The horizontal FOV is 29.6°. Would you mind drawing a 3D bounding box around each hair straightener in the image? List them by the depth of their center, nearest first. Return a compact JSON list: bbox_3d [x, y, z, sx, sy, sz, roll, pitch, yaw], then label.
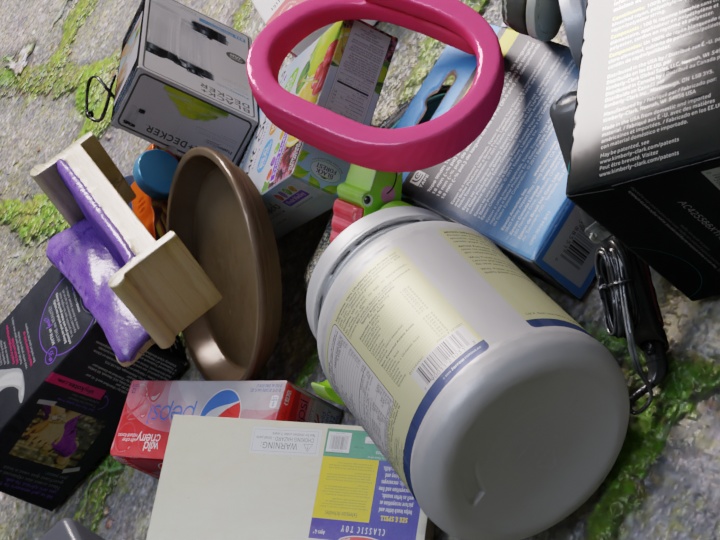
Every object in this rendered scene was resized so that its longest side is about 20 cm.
[{"bbox_3d":[0.147,-0.012,0.821,0.041,0.077,0.202,-11,85,31],"label":"hair straightener"}]

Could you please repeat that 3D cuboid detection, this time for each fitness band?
[{"bbox_3d":[0.010,-0.143,0.967,0.199,0.038,0.144,26,64,32],"label":"fitness band"}]

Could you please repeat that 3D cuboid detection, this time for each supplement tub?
[{"bbox_3d":[0.059,0.058,0.858,0.145,0.145,0.200,-52,39,8],"label":"supplement tub"}]

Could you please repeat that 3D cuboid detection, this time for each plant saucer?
[{"bbox_3d":[-0.111,-0.001,1.105,0.200,0.029,0.202,25,119,58],"label":"plant saucer"}]

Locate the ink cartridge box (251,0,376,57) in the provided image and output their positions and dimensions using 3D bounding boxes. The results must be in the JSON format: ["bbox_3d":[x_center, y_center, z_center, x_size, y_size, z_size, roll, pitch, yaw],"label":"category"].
[{"bbox_3d":[-0.047,-0.282,1.261,0.117,0.067,0.200,-47,40,15],"label":"ink cartridge box"}]

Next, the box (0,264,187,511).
[{"bbox_3d":[-0.266,0.095,1.220,0.200,0.106,0.123,-45,40,16],"label":"box"}]

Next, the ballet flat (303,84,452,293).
[{"bbox_3d":[0.012,-0.061,1.061,0.201,0.068,0.075,-59,24,3],"label":"ballet flat"}]

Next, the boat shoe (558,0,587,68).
[{"bbox_3d":[0.175,-0.194,0.904,0.066,0.074,0.200,-11,26,21],"label":"boat shoe"}]

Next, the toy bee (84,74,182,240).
[{"bbox_3d":[-0.169,-0.086,1.251,0.130,0.108,0.202,-7,90,52],"label":"toy bee"}]

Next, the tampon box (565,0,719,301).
[{"bbox_3d":[0.218,-0.111,0.791,0.126,0.150,0.201,-13,57,41],"label":"tampon box"}]

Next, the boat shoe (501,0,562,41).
[{"bbox_3d":[0.125,-0.223,0.975,0.060,0.072,0.202,11,37,13],"label":"boat shoe"}]

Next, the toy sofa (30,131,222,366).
[{"bbox_3d":[-0.205,-0.020,1.108,0.097,0.083,0.200,-37,44,-7],"label":"toy sofa"}]

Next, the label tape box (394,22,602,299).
[{"bbox_3d":[0.114,-0.086,0.959,0.145,0.063,0.200,-57,38,0],"label":"label tape box"}]

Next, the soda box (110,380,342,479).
[{"bbox_3d":[-0.109,0.127,1.064,0.199,0.063,0.070,-5,62,45],"label":"soda box"}]

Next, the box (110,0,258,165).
[{"bbox_3d":[-0.156,-0.172,1.226,0.060,0.116,0.200,-58,20,24],"label":"box"}]

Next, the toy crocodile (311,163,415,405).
[{"bbox_3d":[0.000,0.000,0.988,0.067,0.061,0.202,32,120,53],"label":"toy crocodile"}]

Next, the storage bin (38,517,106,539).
[{"bbox_3d":[-0.229,0.288,1.040,0.134,0.146,0.200,-46,39,-1],"label":"storage bin"}]

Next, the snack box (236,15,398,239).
[{"bbox_3d":[-0.050,-0.107,1.111,0.200,0.053,0.143,-23,45,65],"label":"snack box"}]

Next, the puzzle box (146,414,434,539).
[{"bbox_3d":[-0.047,0.170,0.926,0.198,0.025,0.134,2,64,17],"label":"puzzle box"}]
